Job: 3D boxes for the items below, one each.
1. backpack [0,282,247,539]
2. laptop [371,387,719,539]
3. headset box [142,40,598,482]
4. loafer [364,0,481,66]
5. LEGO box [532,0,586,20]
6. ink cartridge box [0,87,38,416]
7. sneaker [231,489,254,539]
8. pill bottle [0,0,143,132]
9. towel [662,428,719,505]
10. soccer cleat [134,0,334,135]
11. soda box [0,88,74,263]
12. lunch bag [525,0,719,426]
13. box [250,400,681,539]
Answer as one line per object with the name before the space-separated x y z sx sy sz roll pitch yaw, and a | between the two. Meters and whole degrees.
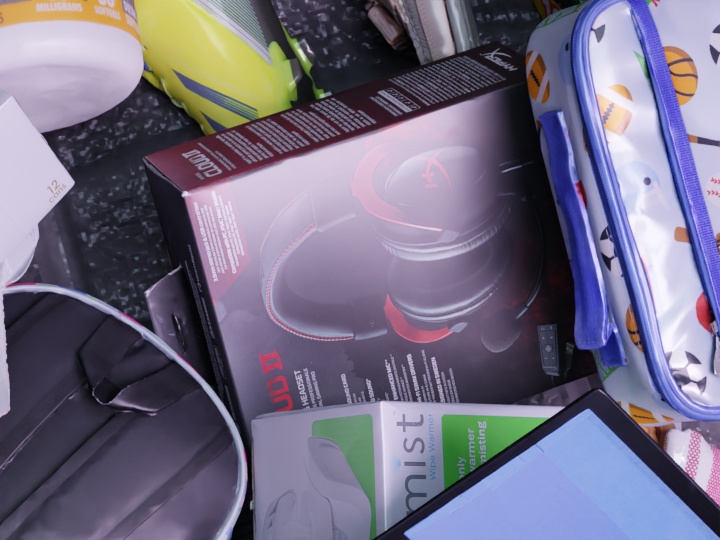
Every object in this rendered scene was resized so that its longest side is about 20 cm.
backpack | -0.149 0.114 1.278 0.177 0.151 0.200 37 69 10
laptop | 0.073 0.181 1.164 0.177 0.103 0.200 44 59 -24
headset box | 0.000 0.000 1.345 0.199 0.075 0.149 -18 110 -14
loafer | 0.012 -0.164 1.440 0.063 0.072 0.201 -15 69 4
LEGO box | 0.116 -0.191 1.413 0.077 0.149 0.200 -24 78 -15
ink cartridge box | -0.215 0.022 1.271 0.162 0.057 0.200 -22 51 12
sneaker | -0.022 0.197 1.325 0.088 0.074 0.201 1 75 -26
pill bottle | -0.172 -0.171 1.381 0.116 0.116 0.201 -8 75 -11
towel | 0.196 0.159 1.326 0.200 0.030 0.147 20 68 -44
soccer cleat | -0.067 -0.095 1.414 0.083 0.065 0.201 -24 81 16
soda box | -0.213 0.005 1.205 0.068 0.064 0.200 30 72 38
lunch bag | 0.156 -0.031 1.276 0.160 0.076 0.201 -15 91 -26
box | 0.047 0.159 1.276 0.176 0.097 0.201 6 80 -39
